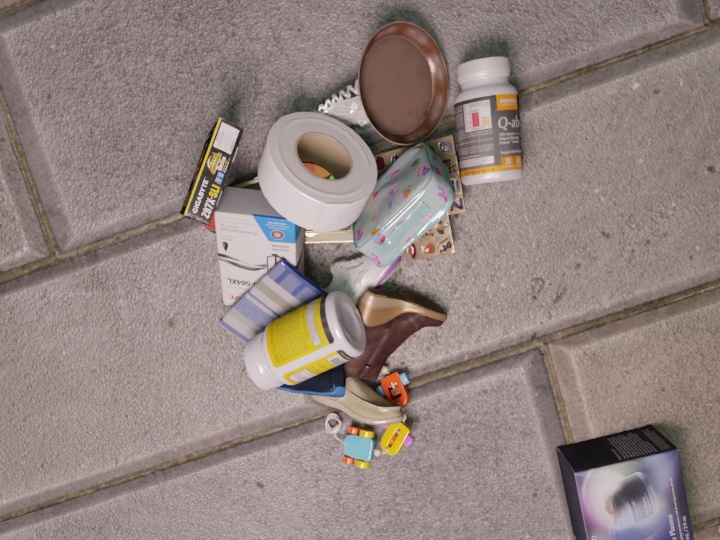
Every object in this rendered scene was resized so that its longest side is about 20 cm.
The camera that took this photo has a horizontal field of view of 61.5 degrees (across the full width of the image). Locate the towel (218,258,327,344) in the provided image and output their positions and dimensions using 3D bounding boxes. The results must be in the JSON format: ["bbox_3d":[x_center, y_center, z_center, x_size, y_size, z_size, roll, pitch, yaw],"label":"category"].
[{"bbox_3d":[-0.148,0.077,1.090,0.146,0.024,0.199,37,120,-23],"label":"towel"}]

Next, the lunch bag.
[{"bbox_3d":[0.069,-0.105,1.039,0.076,0.163,0.200,33,117,-27],"label":"lunch bag"}]

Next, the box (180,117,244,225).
[{"bbox_3d":[-0.259,-0.163,1.037,0.048,0.199,0.165,19,89,-19],"label":"box"}]

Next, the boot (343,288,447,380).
[{"bbox_3d":[0.056,0.125,1.131,0.194,0.073,0.171,11,110,-28],"label":"boot"}]

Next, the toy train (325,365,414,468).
[{"bbox_3d":[0.033,0.289,1.173,0.197,0.055,0.153,-35,69,16],"label":"toy train"}]

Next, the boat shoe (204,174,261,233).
[{"bbox_3d":[-0.215,-0.123,1.106,0.195,0.062,0.073,-24,93,20],"label":"boat shoe"}]

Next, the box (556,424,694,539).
[{"bbox_3d":[0.495,0.429,1.139,0.191,0.123,0.207,-14,96,5],"label":"box"}]

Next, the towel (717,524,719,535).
[{"bbox_3d":[0.800,0.549,1.187,0.145,0.037,0.204,-30,95,4],"label":"towel"}]

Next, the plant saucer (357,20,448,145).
[{"bbox_3d":[0.071,-0.325,1.065,0.194,0.034,0.208,-5,99,-31],"label":"plant saucer"}]

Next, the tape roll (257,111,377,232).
[{"bbox_3d":[-0.071,-0.167,1.016,0.199,0.205,0.071,33,138,-3],"label":"tape roll"}]

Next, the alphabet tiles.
[{"bbox_3d":[0.110,-0.125,1.110,0.162,0.008,0.208,-9,97,25],"label":"alphabet tiles"}]

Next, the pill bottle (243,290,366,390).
[{"bbox_3d":[-0.097,0.125,1.037,0.196,0.114,0.117,-26,96,20],"label":"pill bottle"}]

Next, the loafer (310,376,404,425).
[{"bbox_3d":[-0.007,0.233,1.129,0.194,0.075,0.071,13,92,25],"label":"loafer"}]

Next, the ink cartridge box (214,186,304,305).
[{"bbox_3d":[-0.174,-0.033,1.076,0.140,0.086,0.205,5,128,2],"label":"ink cartridge box"}]

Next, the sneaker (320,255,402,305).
[{"bbox_3d":[0.000,0.000,1.121,0.200,0.075,0.100,-45,81,6],"label":"sneaker"}]

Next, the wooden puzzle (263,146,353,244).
[{"bbox_3d":[-0.085,-0.144,1.128,0.192,0.037,0.193,-1,97,2],"label":"wooden puzzle"}]

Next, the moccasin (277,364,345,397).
[{"bbox_3d":[-0.097,0.195,1.127,0.195,0.080,0.071,-2,75,36],"label":"moccasin"}]

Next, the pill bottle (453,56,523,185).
[{"bbox_3d":[0.224,-0.259,1.065,0.112,0.116,0.208,-6,97,2],"label":"pill bottle"}]

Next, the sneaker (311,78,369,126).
[{"bbox_3d":[-0.019,-0.290,1.094,0.196,0.075,0.083,-30,104,5],"label":"sneaker"}]
